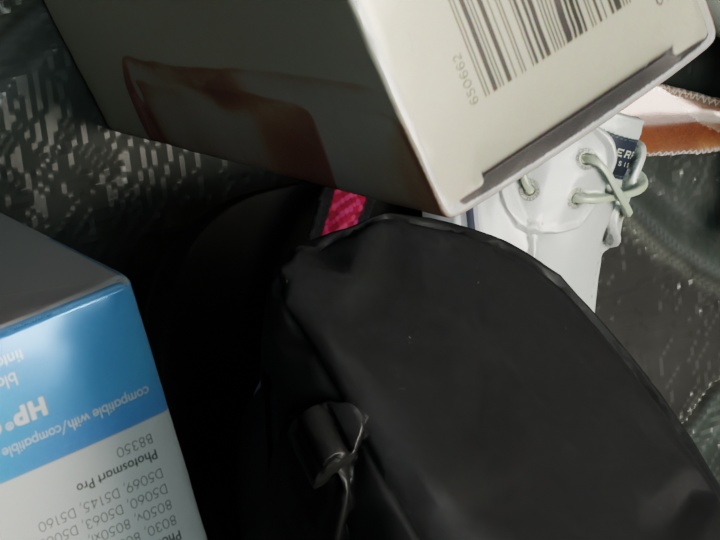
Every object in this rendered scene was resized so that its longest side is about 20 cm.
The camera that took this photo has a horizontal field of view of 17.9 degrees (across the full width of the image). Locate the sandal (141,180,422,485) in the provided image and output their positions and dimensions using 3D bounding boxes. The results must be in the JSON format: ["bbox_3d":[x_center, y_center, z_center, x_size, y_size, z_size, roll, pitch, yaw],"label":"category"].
[{"bbox_3d":[0.000,0.000,0.722,0.200,0.045,0.076,-37,119,-46],"label":"sandal"}]

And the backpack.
[{"bbox_3d":[0.028,0.087,0.634,0.153,0.200,0.164,-23,71,-33],"label":"backpack"}]

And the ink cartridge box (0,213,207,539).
[{"bbox_3d":[-0.090,0.094,0.677,0.066,0.116,0.202,-23,110,-23],"label":"ink cartridge box"}]

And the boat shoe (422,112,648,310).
[{"bbox_3d":[0.060,-0.039,0.743,0.073,0.066,0.202,-5,86,-64],"label":"boat shoe"}]

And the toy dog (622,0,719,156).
[{"bbox_3d":[0.136,-0.080,0.799,0.201,0.131,0.096,55,47,-18],"label":"toy dog"}]

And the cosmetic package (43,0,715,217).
[{"bbox_3d":[-0.008,-0.087,0.649,0.103,0.200,0.088,-33,115,-21],"label":"cosmetic package"}]
